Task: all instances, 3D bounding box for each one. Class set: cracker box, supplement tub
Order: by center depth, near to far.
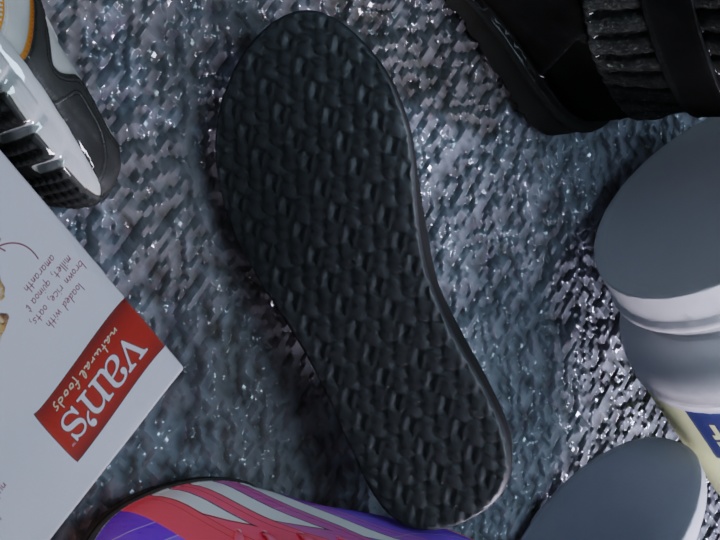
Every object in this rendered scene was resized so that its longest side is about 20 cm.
[{"bbox_3d":[-0.163,0.011,0.598,0.200,0.057,0.134,52,60,-28],"label":"cracker box"},{"bbox_3d":[0.203,0.038,0.856,0.200,0.144,0.145,52,59,-27],"label":"supplement tub"}]

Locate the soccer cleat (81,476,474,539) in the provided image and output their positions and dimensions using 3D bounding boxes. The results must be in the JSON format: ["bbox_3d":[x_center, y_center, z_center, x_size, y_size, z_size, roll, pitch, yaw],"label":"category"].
[{"bbox_3d":[-0.012,0.117,0.717,0.199,0.073,0.069,14,81,-40],"label":"soccer cleat"}]

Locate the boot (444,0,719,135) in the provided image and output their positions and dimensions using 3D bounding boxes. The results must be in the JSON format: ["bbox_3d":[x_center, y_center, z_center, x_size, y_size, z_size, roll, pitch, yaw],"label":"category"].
[{"bbox_3d":[0.099,-0.138,0.757,0.211,0.157,0.080,47,62,-30],"label":"boot"}]

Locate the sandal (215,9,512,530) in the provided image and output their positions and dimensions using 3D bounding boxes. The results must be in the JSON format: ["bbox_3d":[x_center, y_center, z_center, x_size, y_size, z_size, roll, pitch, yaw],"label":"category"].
[{"bbox_3d":[-0.001,0.001,0.738,0.075,0.048,0.202,-18,97,6],"label":"sandal"}]

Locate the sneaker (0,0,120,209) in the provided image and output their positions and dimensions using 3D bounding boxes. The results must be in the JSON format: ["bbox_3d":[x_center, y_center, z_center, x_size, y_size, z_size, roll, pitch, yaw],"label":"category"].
[{"bbox_3d":[-0.132,-0.106,0.616,0.080,0.073,0.201,-51,121,-30],"label":"sneaker"}]

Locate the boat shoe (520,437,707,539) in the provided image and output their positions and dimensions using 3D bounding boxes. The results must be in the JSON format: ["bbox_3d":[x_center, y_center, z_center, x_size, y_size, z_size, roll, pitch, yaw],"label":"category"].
[{"bbox_3d":[0.093,0.165,0.817,0.201,0.069,0.066,-59,141,-27],"label":"boat shoe"}]
